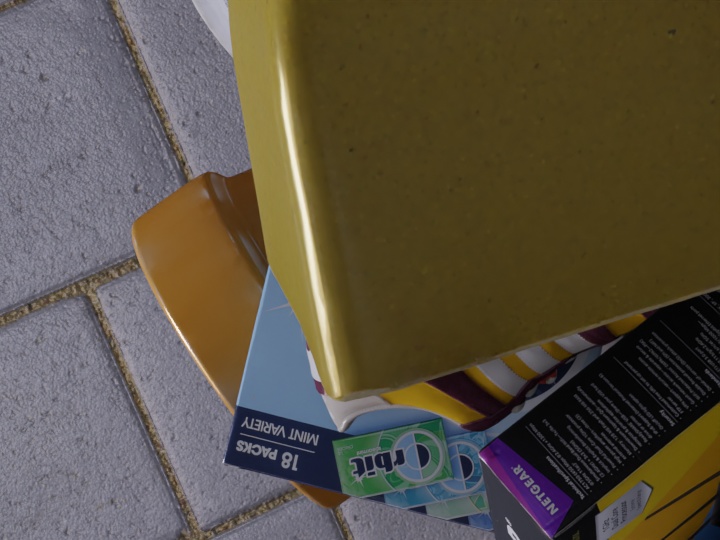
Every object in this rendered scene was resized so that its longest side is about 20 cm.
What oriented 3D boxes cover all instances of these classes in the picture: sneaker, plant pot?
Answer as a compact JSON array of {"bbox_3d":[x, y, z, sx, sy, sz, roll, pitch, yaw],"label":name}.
[{"bbox_3d":[0.074,0.024,0.711,0.075,0.197,0.091,-84,-13,-66],"label":"sneaker"},{"bbox_3d":[0.000,0.000,0.890,0.201,0.182,0.200,54,-176,-6],"label":"plant pot"},{"bbox_3d":[0.042,-0.098,0.600,0.196,0.192,0.202,-124,19,-72],"label":"plant pot"}]

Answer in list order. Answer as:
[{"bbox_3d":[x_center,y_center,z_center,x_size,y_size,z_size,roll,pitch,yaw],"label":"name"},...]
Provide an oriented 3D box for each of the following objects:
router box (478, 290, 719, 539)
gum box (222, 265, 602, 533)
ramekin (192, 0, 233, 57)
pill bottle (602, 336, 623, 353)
[{"bbox_3d":[0.129,0.091,0.677,0.051,0.149,0.201,48,167,29],"label":"router box"},{"bbox_3d":[0.037,0.016,0.769,0.045,0.168,0.203,37,-114,-86],"label":"gum box"},{"bbox_3d":[-0.019,-0.175,0.977,0.199,0.105,0.200,37,165,11],"label":"ramekin"},{"bbox_3d":[0.093,0.017,1.040,0.201,0.115,0.117,-112,0,-58],"label":"pill bottle"}]
